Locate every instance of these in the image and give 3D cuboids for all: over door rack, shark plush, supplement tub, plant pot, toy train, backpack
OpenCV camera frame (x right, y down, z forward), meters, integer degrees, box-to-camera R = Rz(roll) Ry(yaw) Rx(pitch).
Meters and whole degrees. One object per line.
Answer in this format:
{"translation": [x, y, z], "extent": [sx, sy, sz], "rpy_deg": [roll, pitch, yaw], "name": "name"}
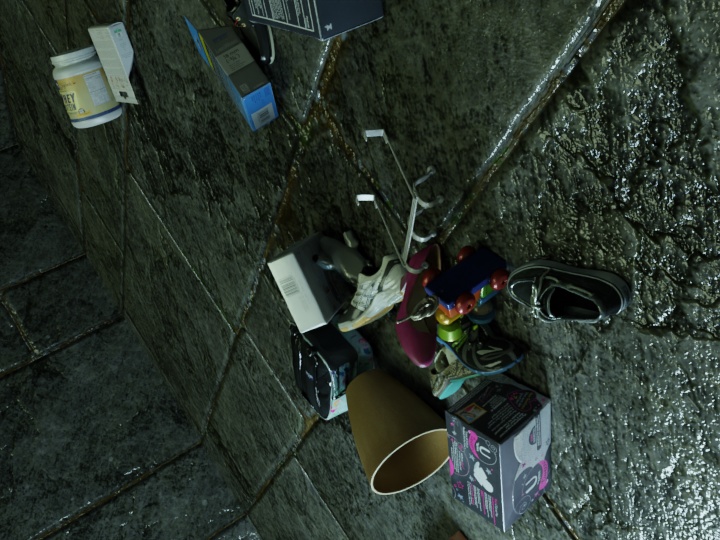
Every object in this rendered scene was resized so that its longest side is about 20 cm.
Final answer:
{"translation": [0.066, -0.115, 1.227], "extent": [0.200, 0.066, 0.148], "rpy_deg": [56, 150, 39], "name": "over door rack"}
{"translation": [0.000, 0.000, 1.473], "extent": [0.200, 0.091, 0.083], "rpy_deg": [35, 168, 6], "name": "shark plush"}
{"translation": [-0.761, -0.510, 2.158], "extent": [0.144, 0.144, 0.201], "rpy_deg": [18, 130, 52], "name": "supplement tub"}
{"translation": [0.055, 0.293, 1.504], "extent": [0.200, 0.186, 0.187], "rpy_deg": [54, 153, 36], "name": "plant pot"}
{"translation": [0.126, 0.060, 1.138], "extent": [0.085, 0.200, 0.116], "rpy_deg": [38, 149, 36], "name": "toy train"}
{"translation": [-0.064, 0.201, 1.624], "extent": [0.178, 0.150, 0.201], "rpy_deg": [42, 138, 44], "name": "backpack"}

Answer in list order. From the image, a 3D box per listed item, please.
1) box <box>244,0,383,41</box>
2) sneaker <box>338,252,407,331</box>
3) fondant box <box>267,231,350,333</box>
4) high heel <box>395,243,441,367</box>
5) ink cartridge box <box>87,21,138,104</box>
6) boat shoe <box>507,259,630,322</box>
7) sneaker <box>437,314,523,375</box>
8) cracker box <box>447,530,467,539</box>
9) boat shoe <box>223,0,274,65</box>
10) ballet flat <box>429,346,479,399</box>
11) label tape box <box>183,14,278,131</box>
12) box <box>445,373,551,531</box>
{"translation": [-0.081, -0.452, 1.102], "extent": [0.198, 0.123, 0.201], "rpy_deg": [32, 142, 45], "name": "box"}
{"translation": [0.021, 0.038, 1.398], "extent": [0.200, 0.076, 0.088], "rpy_deg": [-38, 79, 37], "name": "sneaker"}
{"translation": [-0.093, 0.018, 1.480], "extent": [0.058, 0.200, 0.145], "rpy_deg": [-22, 98, 18], "name": "fondant box"}
{"translation": [0.100, 0.051, 1.218], "extent": [0.096, 0.067, 0.200], "rpy_deg": [-55, 31, 40], "name": "high heel"}
{"translation": [-0.625, -0.538, 2.017], "extent": [0.161, 0.050, 0.201], "rpy_deg": [20, 135, 51], "name": "ink cartridge box"}
{"translation": [0.257, 0.036, 1.032], "extent": [0.199, 0.068, 0.074], "rpy_deg": [15, 127, 54], "name": "boat shoe"}
{"translation": [0.170, 0.097, 1.229], "extent": [0.199, 0.071, 0.083], "rpy_deg": [35, 148, 45], "name": "sneaker"}
{"translation": [0.213, 0.660, 1.671], "extent": [0.134, 0.058, 0.200], "rpy_deg": [48, 148, 24], "name": "cracker box"}
{"translation": [-0.209, -0.459, 1.378], "extent": [0.074, 0.063, 0.202], "rpy_deg": [11, 126, 52], "name": "boat shoe"}
{"translation": [0.160, 0.161, 1.316], "extent": [0.076, 0.068, 0.200], "rpy_deg": [65, 157, 13], "name": "ballet flat"}
{"translation": [-0.236, -0.377, 1.443], "extent": [0.200, 0.063, 0.144], "rpy_deg": [56, 173, 11], "name": "label tape box"}
{"translation": [0.225, 0.287, 1.243], "extent": [0.115, 0.132, 0.201], "rpy_deg": [27, 137, 42], "name": "box"}
